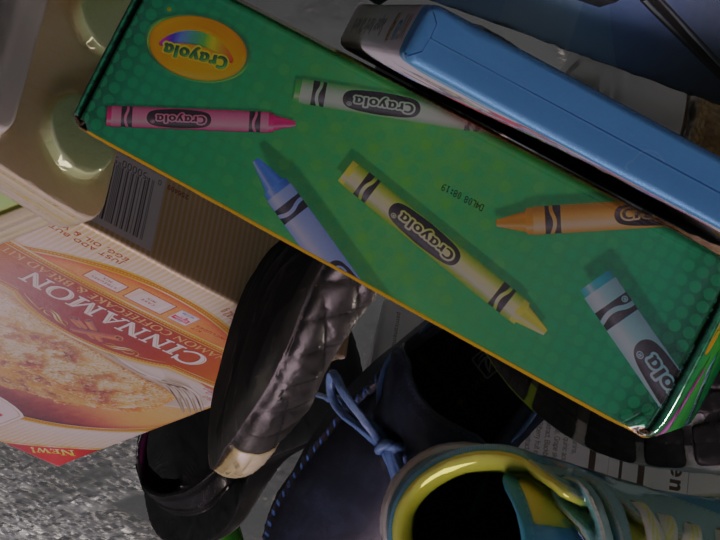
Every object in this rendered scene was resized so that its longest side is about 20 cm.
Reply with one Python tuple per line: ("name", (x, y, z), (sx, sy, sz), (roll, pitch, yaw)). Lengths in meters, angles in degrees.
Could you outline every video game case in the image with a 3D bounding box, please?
("video game case", (0.067, -0.037, 0.703), (0.143, 0.018, 0.200), (28, -177, -7))

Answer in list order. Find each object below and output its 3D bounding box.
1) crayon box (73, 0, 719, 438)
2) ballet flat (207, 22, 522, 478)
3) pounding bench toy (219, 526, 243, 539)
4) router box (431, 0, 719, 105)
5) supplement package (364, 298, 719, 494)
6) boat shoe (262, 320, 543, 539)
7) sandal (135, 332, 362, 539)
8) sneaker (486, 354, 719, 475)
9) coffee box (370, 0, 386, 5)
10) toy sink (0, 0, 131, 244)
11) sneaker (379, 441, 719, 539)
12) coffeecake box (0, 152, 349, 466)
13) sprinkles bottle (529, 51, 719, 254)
("crayon box", (0.023, -0.021, 0.764), (0.200, 0.058, 0.119), (29, -176, 12))
("ballet flat", (0.000, 0.000, 0.879), (0.057, 0.067, 0.200), (21, 116, -24))
("pounding bench toy", (-0.008, 0.168, 1.173), (0.199, 0.156, 0.124), (11, 152, -2))
("router box", (0.090, -0.142, 0.593), (0.149, 0.062, 0.200), (16, 128, -22))
("supplement package", (0.091, 0.107, 1.067), (0.199, 0.120, 0.121), (11, 150, -2))
("boat shoe", (0.028, 0.047, 0.945), (0.084, 0.200, 0.069), (41, -170, 14))
("sandal", (-0.066, 0.068, 1.090), (0.048, 0.076, 0.200), (-9, 159, -32))
("sneaker", (0.132, 0.041, 0.892), (0.199, 0.074, 0.081), (21, -177, -7))
("coffee box", (0.020, -0.156, 0.693), (0.123, 0.044, 0.200), (26, 147, -27))
("toy sink", (-0.151, -0.080, 0.815), (0.200, 0.112, 0.130), (-18, 141, 41))
("sneaker", (0.098, 0.108, 0.835), (0.199, 0.080, 0.131), (9, 177, 7))
("coffeecake box", (-0.121, 0.001, 0.993), (0.153, 0.073, 0.200), (28, 147, -32))
("sprinkles bottle", (0.160, -0.021, 0.867), (0.199, 0.068, 0.068), (20, 150, -18))
